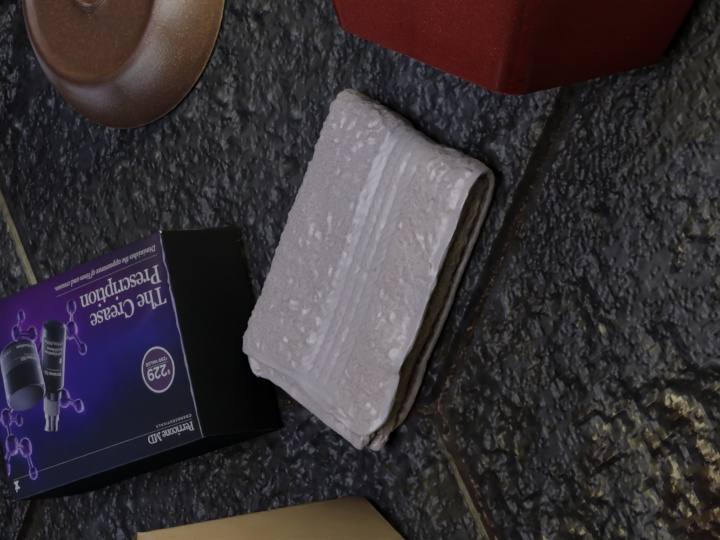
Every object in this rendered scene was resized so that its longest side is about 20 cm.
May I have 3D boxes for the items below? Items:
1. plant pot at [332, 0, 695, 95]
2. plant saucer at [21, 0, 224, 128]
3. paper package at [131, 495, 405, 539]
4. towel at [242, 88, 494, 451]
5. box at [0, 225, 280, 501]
[{"bbox_3d":[0.086,-0.203,1.191,0.200,0.200,0.177,26,119,38],"label":"plant pot"},{"bbox_3d":[-0.175,-0.198,1.519,0.200,0.037,0.201,1,92,43],"label":"plant saucer"},{"bbox_3d":[-0.029,0.234,1.292,0.191,0.200,0.104,45,119,31],"label":"paper package"},{"bbox_3d":[0.000,0.000,1.370,0.132,0.034,0.200,33,112,35],"label":"towel"},{"bbox_3d":[-0.160,0.066,1.488,0.200,0.079,0.141,-22,80,40],"label":"box"}]
